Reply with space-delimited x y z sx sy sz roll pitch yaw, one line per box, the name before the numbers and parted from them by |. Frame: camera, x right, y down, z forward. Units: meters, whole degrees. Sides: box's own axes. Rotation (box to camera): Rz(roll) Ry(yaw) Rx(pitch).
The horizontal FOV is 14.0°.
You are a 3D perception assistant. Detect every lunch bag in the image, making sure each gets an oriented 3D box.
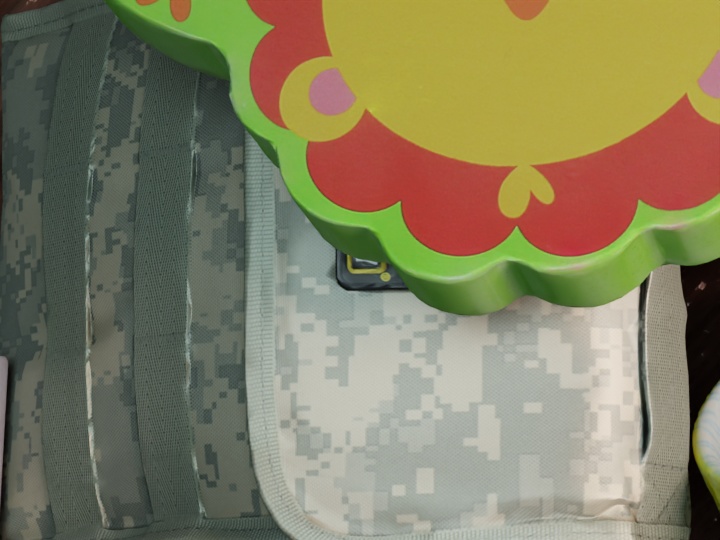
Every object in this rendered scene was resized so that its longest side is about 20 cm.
lunch bag | 0.000 0.000 0.769 0.200 0.117 0.165 -10 75 43

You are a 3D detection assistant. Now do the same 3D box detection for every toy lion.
toy lion | 0.018 -0.086 0.695 0.199 0.069 0.192 5 74 15

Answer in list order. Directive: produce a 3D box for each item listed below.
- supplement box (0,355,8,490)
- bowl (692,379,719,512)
supplement box | -0.186 0.080 0.822 0.200 0.061 0.109 -9 75 43
bowl | 0.192 0.059 0.722 0.200 0.200 0.108 -18 104 11
